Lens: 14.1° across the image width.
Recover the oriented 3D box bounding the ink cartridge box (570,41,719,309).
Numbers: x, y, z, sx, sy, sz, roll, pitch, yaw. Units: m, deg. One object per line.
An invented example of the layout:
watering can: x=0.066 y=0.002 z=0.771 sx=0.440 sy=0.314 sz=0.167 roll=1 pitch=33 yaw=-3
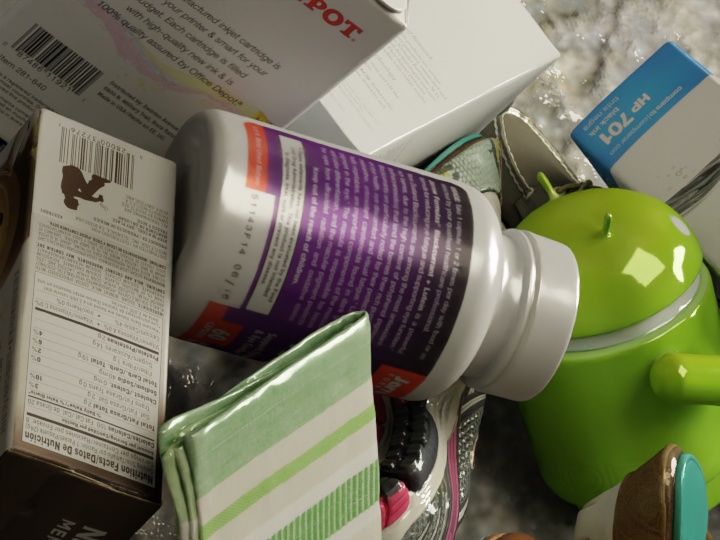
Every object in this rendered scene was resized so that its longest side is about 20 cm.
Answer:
ink cartridge box: x=0.224 y=-0.016 z=1.600 sx=0.146 sy=0.086 sz=0.200 roll=49 pitch=0 yaw=-42

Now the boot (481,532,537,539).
boot: x=0.152 y=0.183 z=1.399 sx=0.077 sy=0.155 sz=0.200 roll=-15 pitch=68 yaw=-46

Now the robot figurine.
robot figurine: x=0.136 y=0.045 z=1.532 sx=0.116 sy=0.175 sz=0.200 roll=-27 pitch=118 yaw=-18

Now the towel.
towel: x=-0.038 y=0.137 z=1.331 sx=0.152 sy=0.023 sz=0.200 roll=-31 pitch=125 yaw=-49

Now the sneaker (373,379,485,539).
sneaker: x=0.026 y=0.087 z=1.495 sx=0.075 sy=0.080 sz=0.200 roll=65 pitch=29 yaw=-27

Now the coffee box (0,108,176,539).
coffee box: x=-0.147 y=0.043 z=1.343 sx=0.080 sy=0.113 sz=0.200 roll=22 pitch=47 yaw=-25

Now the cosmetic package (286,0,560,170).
cosmetic package: x=0.007 y=-0.090 z=1.588 sx=0.081 sy=0.113 sz=0.200 roll=52 pitch=39 yaw=6

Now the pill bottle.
pill bottle: x=0.000 y=0.000 z=1.410 sx=0.200 sy=0.111 sz=0.112 roll=16 pitch=48 yaw=-20

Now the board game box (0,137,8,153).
board game box: x=-0.231 y=-0.110 z=1.462 sx=0.134 sy=0.029 sz=0.200 roll=1 pitch=57 yaw=-41

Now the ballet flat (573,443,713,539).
ballet flat: x=0.151 y=0.146 z=1.495 sx=0.200 sy=0.072 sz=0.068 roll=54 pitch=45 yaw=-58

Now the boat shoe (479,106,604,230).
boat shoe: x=0.127 y=-0.016 z=1.668 sx=0.072 sy=0.060 sz=0.202 roll=-10 pitch=65 yaw=-46

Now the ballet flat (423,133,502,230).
ballet flat: x=0.032 y=-0.012 z=1.570 sx=0.071 sy=0.069 sz=0.200 roll=36 pitch=39 yaw=21

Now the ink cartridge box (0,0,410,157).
ink cartridge box: x=-0.091 y=-0.129 z=1.423 sx=0.145 sy=0.200 sz=0.084 roll=35 pitch=36 yaw=-25
